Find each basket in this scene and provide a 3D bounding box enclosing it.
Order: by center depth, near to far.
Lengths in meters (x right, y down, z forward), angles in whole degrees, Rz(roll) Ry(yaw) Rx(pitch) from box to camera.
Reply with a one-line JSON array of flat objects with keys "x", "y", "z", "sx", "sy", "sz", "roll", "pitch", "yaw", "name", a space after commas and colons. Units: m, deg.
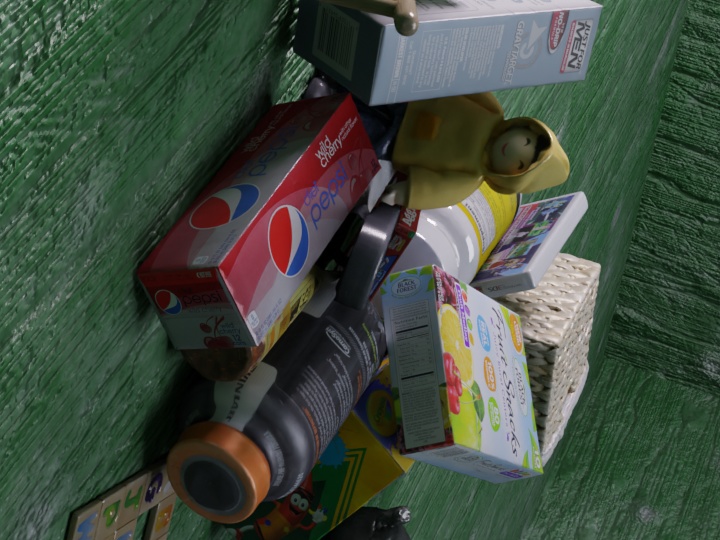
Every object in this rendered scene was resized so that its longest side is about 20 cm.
[{"x": 0.145, "y": 0.077, "z": 1.662, "sx": 0.198, "sy": 0.198, "sz": 0.162, "roll": -51, "pitch": 153, "yaw": -53, "name": "basket"}]

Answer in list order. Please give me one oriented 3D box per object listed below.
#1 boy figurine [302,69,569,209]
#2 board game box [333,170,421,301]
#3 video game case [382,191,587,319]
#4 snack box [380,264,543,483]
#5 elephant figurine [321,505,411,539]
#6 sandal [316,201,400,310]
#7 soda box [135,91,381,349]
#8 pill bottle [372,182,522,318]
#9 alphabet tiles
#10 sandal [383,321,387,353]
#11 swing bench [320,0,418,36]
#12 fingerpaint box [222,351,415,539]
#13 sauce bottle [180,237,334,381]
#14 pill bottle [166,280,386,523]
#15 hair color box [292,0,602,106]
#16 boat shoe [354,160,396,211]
[{"x": 0.055, "y": -0.097, "z": 1.126, "sx": 0.125, "sy": 0.198, "sz": 0.065, "roll": -63, "pitch": 164, "yaw": -15, "name": "boy figurine"}, {"x": 0.000, "y": 0.000, "z": 1.214, "sx": 0.201, "sy": 0.019, "sz": 0.103, "roll": -57, "pitch": -168, "yaw": 40, "name": "board game box"}, {"x": 0.116, "y": -0.015, "z": 1.508, "sx": 0.200, "sy": 0.180, "sz": 0.023, "roll": -47, "pitch": 120, "yaw": -56, "name": "video game case"}, {"x": 0.084, "y": 0.088, "z": 1.239, "sx": 0.200, "sy": 0.052, "sz": 0.144, "roll": 29, "pitch": 52, "yaw": -61, "name": "snack box"}, {"x": -0.031, "y": 0.334, "z": 1.505, "sx": 0.200, "sy": 0.141, "sz": 0.156, "roll": -45, "pitch": 125, "yaw": -27, "name": "elephant figurine"}, {"x": -0.004, "y": -0.015, "z": 1.044, "sx": 0.200, "sy": 0.042, "sz": 0.077, "roll": 57, "pitch": 53, "yaw": -89, "name": "sandal"}, {"x": -0.061, "y": -0.036, "z": 0.999, "sx": 0.201, "sy": 0.069, "sz": 0.064, "roll": -58, "pitch": 132, "yaw": -44, "name": "soda box"}, {"x": 0.068, "y": -0.040, "z": 1.404, "sx": 0.200, "sy": 0.113, "sz": 0.115, "roll": -49, "pitch": 154, "yaw": -54, "name": "pill bottle"}, {"x": -0.178, "y": 0.235, "z": 1.060, "sx": 0.167, "sy": 0.007, "sz": 0.202, "roll": -26, "pitch": 132, "yaw": -70, "name": "alphabet tiles"}, {"x": 0.047, "y": 0.086, "z": 1.466, "sx": 0.200, "sy": 0.053, "sz": 0.081, "roll": -171, "pitch": -91, "yaw": -82, "name": "sandal"}, {"x": 0.018, "y": -0.272, "z": 0.929, "sx": 0.200, "sy": 0.128, "sz": 0.201, "roll": -54, "pitch": 157, "yaw": -62, "name": "swing bench"}, {"x": -0.007, "y": 0.148, "z": 1.289, "sx": 0.167, "sy": 0.073, "sz": 0.200, "roll": -41, "pitch": 180, "yaw": 26, "name": "fingerpaint box"}, {"x": -0.061, "y": 0.003, "z": 1.087, "sx": 0.200, "sy": 0.065, "sz": 0.067, "roll": -51, "pitch": 155, "yaw": -51, "name": "sauce bottle"}, {"x": -0.063, "y": 0.093, "z": 1.106, "sx": 0.200, "sy": 0.105, "sz": 0.107, "roll": -53, "pitch": 157, "yaw": -50, "name": "pill bottle"}, {"x": 0.062, "y": -0.170, "z": 1.080, "sx": 0.198, "sy": 0.099, "sz": 0.061, "roll": -12, "pitch": 126, "yaw": -34, "name": "hair color box"}, {"x": 0.036, "y": -0.111, "z": 1.295, "sx": 0.202, "sy": 0.064, "sz": 0.075, "roll": -54, "pitch": 158, "yaw": -49, "name": "boat shoe"}]
